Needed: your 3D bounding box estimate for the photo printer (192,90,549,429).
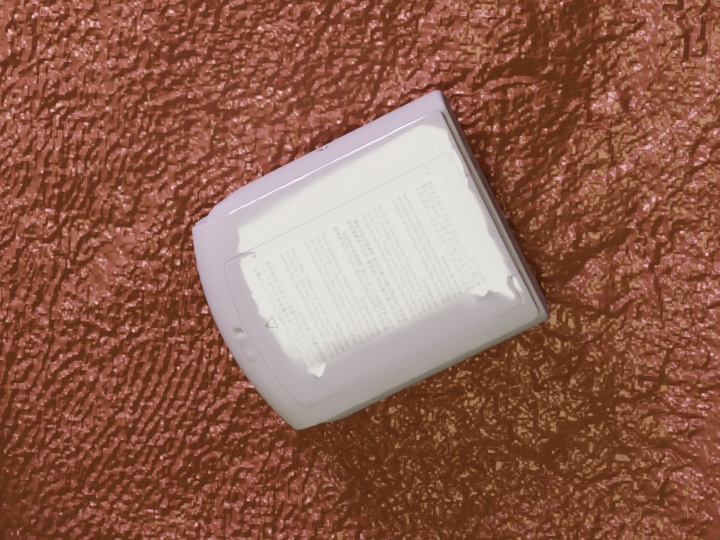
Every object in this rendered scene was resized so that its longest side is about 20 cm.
[{"bbox_3d":[0.000,0.000,1.625,0.199,0.069,0.167,-27,98,8],"label":"photo printer"}]
